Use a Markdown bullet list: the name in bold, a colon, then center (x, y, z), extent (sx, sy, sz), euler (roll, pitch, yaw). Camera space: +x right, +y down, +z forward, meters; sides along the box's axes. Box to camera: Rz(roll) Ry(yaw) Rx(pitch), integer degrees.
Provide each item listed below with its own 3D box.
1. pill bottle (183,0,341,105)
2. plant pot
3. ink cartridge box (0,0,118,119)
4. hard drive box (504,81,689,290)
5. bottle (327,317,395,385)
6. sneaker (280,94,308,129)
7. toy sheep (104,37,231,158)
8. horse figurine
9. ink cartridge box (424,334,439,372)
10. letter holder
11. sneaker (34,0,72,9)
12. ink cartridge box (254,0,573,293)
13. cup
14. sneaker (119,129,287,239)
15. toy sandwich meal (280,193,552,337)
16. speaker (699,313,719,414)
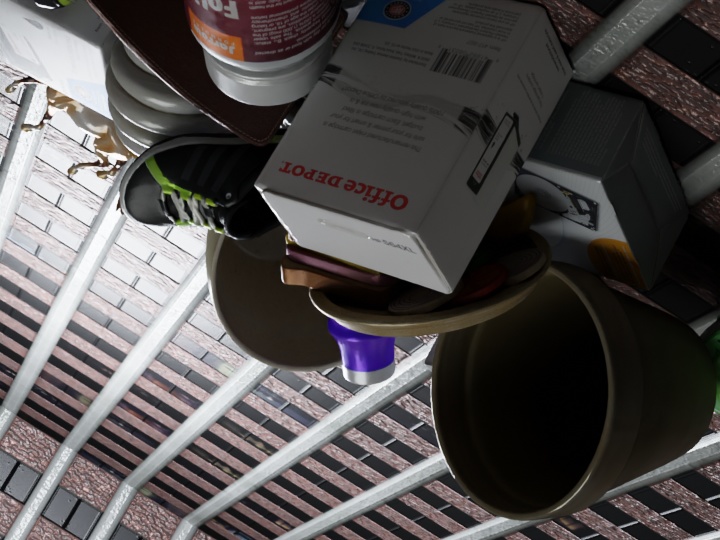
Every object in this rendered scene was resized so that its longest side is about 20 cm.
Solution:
- **pill bottle**: center (-0.071, -0.215, 1.473), extent (0.113, 0.115, 0.201), euler (24, 150, 18)
- **plant pot**: center (0.183, 0.091, 1.658), extent (0.172, 0.202, 0.199), euler (1, -176, -40)
- **ink cartridge box**: center (-0.282, -0.234, 1.832), extent (0.199, 0.085, 0.145), euler (28, 161, 10)
- **hard drive box**: center (0.134, -0.079, 1.612), extent (0.199, 0.077, 0.156), euler (18, 157, 33)
- **bottle**: center (0.000, 0.000, 1.806), extent (0.065, 0.083, 0.202), euler (37, 139, 53)
- **sneaker**: center (-0.053, -0.140, 1.787), extent (0.199, 0.077, 0.083), euler (7, 124, 47)
- **toy sheep**: center (-0.149, -0.158, 1.757), extent (0.137, 0.138, 0.201), euler (25, 128, 15)
- **horse figurine**: center (-0.270, -0.145, 2.075), extent (0.200, 0.050, 0.132), euler (45, 140, -16)
- **ink cartridge box**: center (0.168, 0.080, 1.855), extent (0.084, 0.147, 0.200), euler (5, 150, 49)
- **letter holder**: center (-0.134, -0.199, 1.610), extent (0.200, 0.143, 0.100), euler (40, 159, -28)
- **sneaker**: center (-0.249, -0.299, 1.684), extent (0.082, 0.072, 0.201), euler (-15, 136, 6)
- **ink cartridge box**: center (0.040, -0.100, 1.507), extent (0.145, 0.201, 0.084), euler (18, 157, 33)
- **cup**: center (-0.057, -0.030, 1.893), extent (0.200, 0.200, 0.143), euler (41, -175, -30)
- **sneaker**: center (-0.110, -0.064, 1.681), extent (0.198, 0.083, 0.072), euler (-11, 127, 22)
- **toy sandwich meal**: center (0.044, -0.019, 1.568), extent (0.204, 0.204, 0.071), euler (12, 122, 43)
- **speaker**: center (0.325, 0.059, 1.663), extent (0.088, 0.089, 0.200), euler (30, 161, 0)
